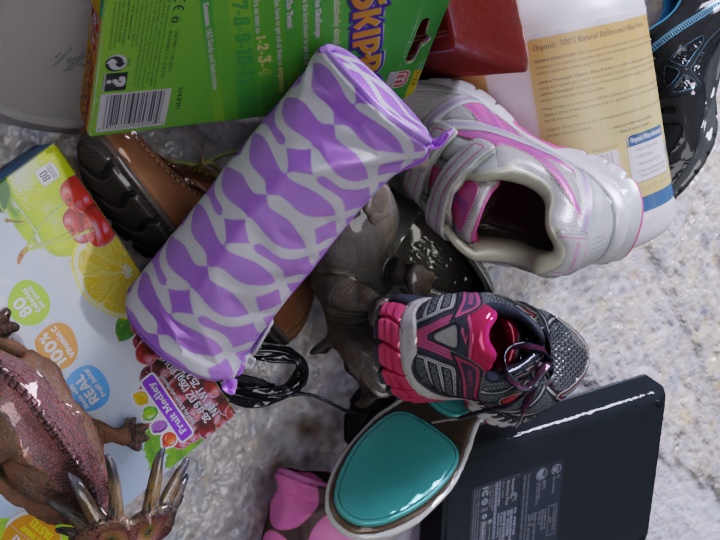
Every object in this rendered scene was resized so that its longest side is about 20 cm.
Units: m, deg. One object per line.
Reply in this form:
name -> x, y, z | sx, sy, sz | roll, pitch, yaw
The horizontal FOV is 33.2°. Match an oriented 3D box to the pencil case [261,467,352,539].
pencil case -> -0.040, 0.232, 0.800 | 0.089, 0.094, 0.203 | 14, 88, 18

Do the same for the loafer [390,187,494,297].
loafer -> 0.012, -0.035, 0.811 | 0.199, 0.070, 0.071 | 33, 79, -25

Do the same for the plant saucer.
plant saucer -> 0.030, -0.214, 0.737 | 0.036, 0.200, 0.203 | -16, 101, -14

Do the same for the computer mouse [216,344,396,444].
computer mouse -> -0.016, 0.093, 0.830 | 0.198, 0.034, 0.059 | 23, 95, -24

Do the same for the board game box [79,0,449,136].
board game box -> -0.047, -0.123, 0.645 | 0.197, 0.096, 0.030 | -8, 55, -25

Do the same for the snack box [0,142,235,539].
snack box -> -0.197, 0.055, 0.714 | 0.168, 0.067, 0.202 | -37, 108, -19

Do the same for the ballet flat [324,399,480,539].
ballet flat -> 0.040, 0.109, 0.784 | 0.070, 0.069, 0.200 | 55, 49, -20

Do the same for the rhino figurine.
rhino figurine -> 0.000, 0.000, 0.751 | 0.059, 0.087, 0.203 | -22, 125, -33

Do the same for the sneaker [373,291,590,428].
sneaker -> 0.091, 0.055, 0.736 | 0.199, 0.074, 0.082 | 7, 78, -53

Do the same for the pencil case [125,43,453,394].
pencil case -> -0.045, -0.025, 0.658 | 0.085, 0.084, 0.201 | 40, 108, 1

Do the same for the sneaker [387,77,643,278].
sneaker -> 0.070, -0.058, 0.736 | 0.088, 0.198, 0.083 | -26, 134, -53

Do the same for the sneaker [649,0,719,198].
sneaker -> 0.235, -0.141, 0.926 | 0.081, 0.073, 0.203 | 23, 78, -10

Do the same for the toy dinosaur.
toy dinosaur -> -0.160, 0.089, 0.623 | 0.086, 0.135, 0.200 | -46, 112, -14

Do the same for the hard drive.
hard drive -> 0.135, 0.165, 0.890 | 0.197, 0.033, 0.142 | -12, 117, -26

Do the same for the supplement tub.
supplement tub -> 0.130, -0.116, 0.822 | 0.143, 0.144, 0.203 | -16, 102, -24

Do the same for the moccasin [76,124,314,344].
moccasin -> -0.092, -0.033, 0.743 | 0.201, 0.073, 0.078 | 40, 69, -35

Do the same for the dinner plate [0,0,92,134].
dinner plate -> -0.160, -0.121, 0.653 | 0.197, 0.200, 0.025 | 9, 62, -27
